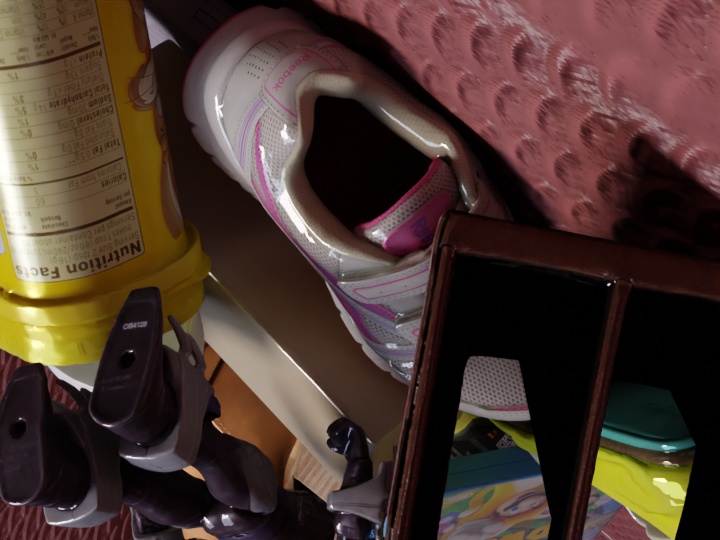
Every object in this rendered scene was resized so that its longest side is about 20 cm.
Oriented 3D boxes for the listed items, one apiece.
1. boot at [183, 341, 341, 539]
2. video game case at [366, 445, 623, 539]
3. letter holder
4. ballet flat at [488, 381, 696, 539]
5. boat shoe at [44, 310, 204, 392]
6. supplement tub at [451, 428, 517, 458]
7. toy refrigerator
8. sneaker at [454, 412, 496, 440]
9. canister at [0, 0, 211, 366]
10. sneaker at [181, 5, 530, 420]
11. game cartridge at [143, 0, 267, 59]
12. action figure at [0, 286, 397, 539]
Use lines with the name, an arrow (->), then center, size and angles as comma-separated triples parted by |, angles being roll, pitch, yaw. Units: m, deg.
boot -> -0.083, 0.111, 0.962 | 0.155, 0.200, 0.074 | 38, -178, 11
video game case -> 0.053, 0.140, 0.953 | 0.018, 0.142, 0.200 | 67, 149, 27
letter holder -> 0.063, 0.077, 0.595 | 0.100, 0.143, 0.200 | 11, 171, 6
ballet flat -> 0.101, 0.069, 0.804 | 0.200, 0.067, 0.067 | 27, 143, 63
boat shoe -> -0.121, 0.020, 0.858 | 0.200, 0.070, 0.066 | 29, 156, 48
supplement tub -> 0.046, 0.136, 1.101 | 0.122, 0.200, 0.123 | 42, 175, 5
toy refrigerator -> -0.040, -0.002, 0.842 | 0.200, 0.070, 0.076 | 46, 159, 17
sneaker -> 0.000, 0.000, 0.920 | 0.078, 0.091, 0.200 | -6, -137, -49
canister -> -0.138, -0.081, 0.749 | 0.148, 0.086, 0.201 | 23, 130, 46
sneaker -> 0.017, -0.011, 0.726 | 0.200, 0.081, 0.088 | 43, 177, -20
game cartridge -> -0.067, -0.106, 0.871 | 0.200, 0.038, 0.130 | 40, 171, 33
action figure -> -0.052, 0.087, 0.762 | 0.200, 0.130, 0.070 | 44, -146, -48
